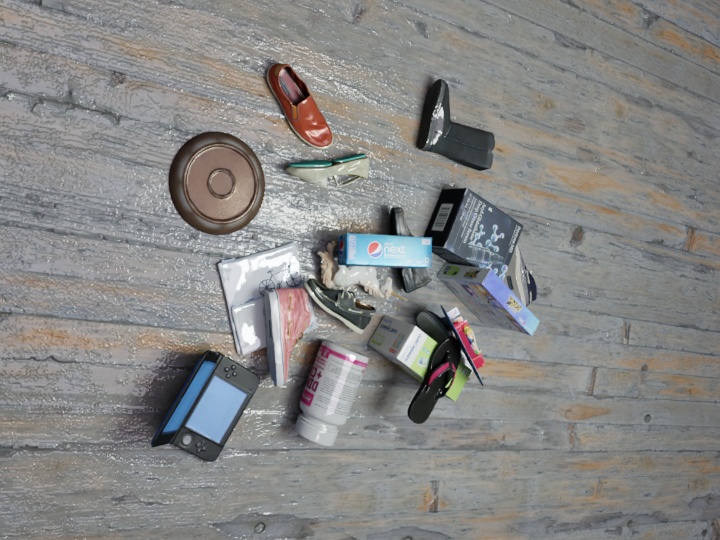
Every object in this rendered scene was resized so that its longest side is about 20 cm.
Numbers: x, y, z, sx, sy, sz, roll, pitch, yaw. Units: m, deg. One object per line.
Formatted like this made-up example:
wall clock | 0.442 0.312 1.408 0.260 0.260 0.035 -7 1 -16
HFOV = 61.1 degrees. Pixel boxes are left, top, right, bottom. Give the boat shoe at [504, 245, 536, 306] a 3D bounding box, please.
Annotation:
boat shoe | 0.401 0.000 1.572 0.092 0.073 0.206 -16 99 -46

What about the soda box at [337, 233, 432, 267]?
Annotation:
soda box | 0.052 -0.041 1.306 0.194 0.068 0.066 3 87 -18

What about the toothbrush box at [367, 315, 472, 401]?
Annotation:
toothbrush box | 0.136 0.200 1.405 0.199 0.145 0.087 39 79 -25

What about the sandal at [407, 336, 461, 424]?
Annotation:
sandal | 0.170 0.242 1.320 0.074 0.045 0.204 31 82 -26

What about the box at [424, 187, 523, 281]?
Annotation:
box | 0.269 -0.084 1.466 0.197 0.106 0.152 26 83 -27

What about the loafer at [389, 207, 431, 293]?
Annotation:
loafer | 0.113 -0.053 1.402 0.070 0.073 0.205 -16 113 -5

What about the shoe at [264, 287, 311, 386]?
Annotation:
shoe | -0.147 0.137 1.272 0.089 0.071 0.207 -6 97 -24

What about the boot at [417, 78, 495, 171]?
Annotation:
boot | 0.241 -0.340 1.446 0.195 0.065 0.169 11 98 -24

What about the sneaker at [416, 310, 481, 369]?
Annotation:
sneaker | 0.217 0.158 1.482 0.201 0.078 0.080 49 63 -16

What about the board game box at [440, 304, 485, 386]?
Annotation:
board game box | 0.242 0.159 1.361 0.038 0.158 0.203 -28 99 2

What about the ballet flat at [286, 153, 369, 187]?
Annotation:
ballet flat | -0.064 -0.208 1.307 0.195 0.067 0.064 -12 111 -25

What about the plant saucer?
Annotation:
plant saucer | -0.280 -0.173 1.217 0.195 0.032 0.207 -3 98 -26

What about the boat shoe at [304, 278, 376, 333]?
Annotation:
boat shoe | -0.044 0.064 1.325 0.068 0.072 0.199 -46 128 10

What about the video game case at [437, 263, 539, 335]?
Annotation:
video game case | 0.303 0.066 1.457 0.199 0.180 0.046 43 77 -24

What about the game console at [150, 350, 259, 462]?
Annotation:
game console | -0.298 0.274 1.204 0.169 0.118 0.203 35 80 -25

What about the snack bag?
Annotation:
snack bag | -0.193 0.055 1.290 0.184 0.021 0.206 -16 102 -24

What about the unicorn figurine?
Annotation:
unicorn figurine | 0.000 0.000 1.364 0.194 0.074 0.142 -4 98 -10

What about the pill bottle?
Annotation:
pill bottle | -0.066 0.265 1.325 0.111 0.113 0.205 23 85 -27

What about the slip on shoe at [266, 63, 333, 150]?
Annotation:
slip on shoe | -0.121 -0.338 1.265 0.074 0.061 0.202 -42 113 -19
